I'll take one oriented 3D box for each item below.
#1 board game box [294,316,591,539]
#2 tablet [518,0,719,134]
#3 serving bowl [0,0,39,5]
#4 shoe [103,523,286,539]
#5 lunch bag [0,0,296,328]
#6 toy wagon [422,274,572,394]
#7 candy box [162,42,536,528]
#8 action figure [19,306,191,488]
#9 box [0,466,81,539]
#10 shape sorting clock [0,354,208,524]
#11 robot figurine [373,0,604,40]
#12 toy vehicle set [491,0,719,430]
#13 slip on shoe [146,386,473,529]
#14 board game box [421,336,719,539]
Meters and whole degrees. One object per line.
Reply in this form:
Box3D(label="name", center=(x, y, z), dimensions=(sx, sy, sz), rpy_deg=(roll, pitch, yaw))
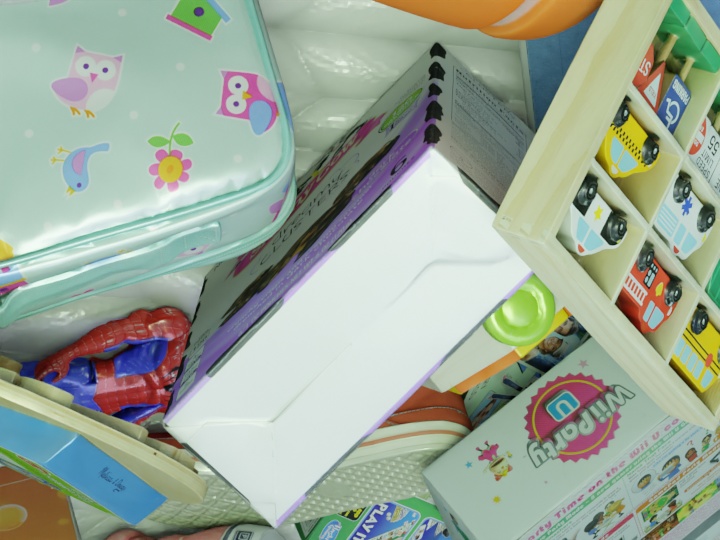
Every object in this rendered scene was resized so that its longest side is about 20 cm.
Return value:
Box3D(label="board game box", center=(0.074, 0.082, 1.375), dimensions=(0.134, 0.029, 0.200), rpy_deg=(25, 113, -28))
Box3D(label="tablet", center=(0.133, -0.143, 1.231), dimensions=(0.129, 0.014, 0.201), rpy_deg=(-1, 126, 11))
Box3D(label="serving bowl", center=(-0.122, -0.194, 1.051), dimensions=(0.200, 0.201, 0.066), rpy_deg=(-42, 152, 13))
Box3D(label="shoe", center=(-0.065, 0.189, 1.385), dimensions=(0.090, 0.072, 0.200), rpy_deg=(0, 149, 20))
Box3D(label="lunch bag", center=(-0.132, -0.062, 1.138), dimensions=(0.199, 0.161, 0.077), rpy_deg=(-16, 165, -6))
Box3D(label="toy wagon", center=(0.099, -0.020, 1.224), dimensions=(0.200, 0.155, 0.040), rpy_deg=(-40, 99, -7))
Box3D(label="candy box", center=(0.000, 0.000, 1.190), dimensions=(0.071, 0.200, 0.168), rpy_deg=(42, 104, -10))
Box3D(label="action figure", center=(-0.143, 0.061, 1.286), dimensions=(0.199, 0.052, 0.066), rpy_deg=(-14, 122, -10))
Box3D(label="box", center=(-0.178, 0.196, 1.268), dimensions=(0.124, 0.200, 0.098), rpy_deg=(-15, 125, -7))
Box3D(label="shape sorting clock", center=(-0.156, 0.055, 1.129), dimensions=(0.199, 0.200, 0.039), rpy_deg=(32, 79, -31))
Box3D(label="robot figurine", center=(0.033, -0.161, 1.084), dimensions=(0.199, 0.117, 0.144), rpy_deg=(15, 139, -29))
Box3D(label="toy vehicle set", center=(0.131, -0.027, 1.124), dimensions=(0.200, 0.026, 0.125), rpy_deg=(43, 71, -53))
Box3D(label="slip on shoe", center=(-0.041, 0.085, 1.319), dimensions=(0.198, 0.062, 0.074), rpy_deg=(-10, 149, 11))
Box3D(label="board game box", center=(0.123, 0.118, 1.334), dimensions=(0.147, 0.064, 0.200), rpy_deg=(-37, 150, -8))
